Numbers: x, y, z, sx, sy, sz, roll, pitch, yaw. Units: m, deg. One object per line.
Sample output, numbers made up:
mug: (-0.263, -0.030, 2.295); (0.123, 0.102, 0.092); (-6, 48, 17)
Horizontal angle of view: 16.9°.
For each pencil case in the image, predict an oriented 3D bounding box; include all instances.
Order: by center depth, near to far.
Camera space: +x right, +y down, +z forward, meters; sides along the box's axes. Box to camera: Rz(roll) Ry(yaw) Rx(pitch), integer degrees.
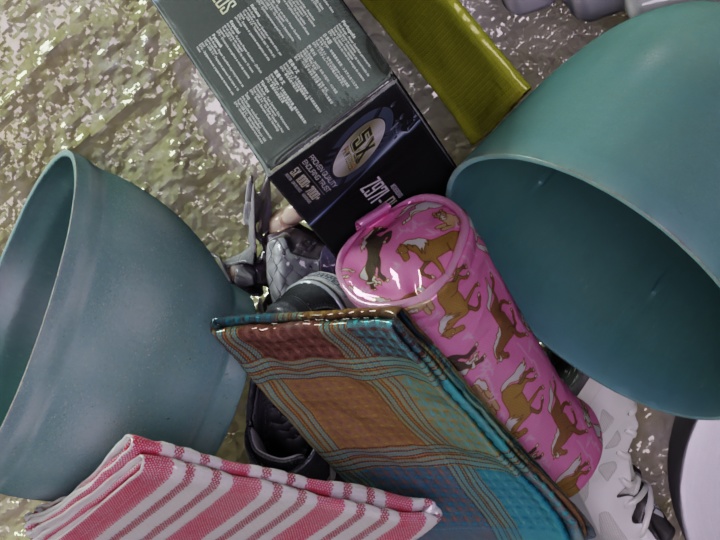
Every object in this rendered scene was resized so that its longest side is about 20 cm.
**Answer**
pencil case: (0.062, 0.046, 1.327); (0.086, 0.083, 0.200); (2, 142, 35)

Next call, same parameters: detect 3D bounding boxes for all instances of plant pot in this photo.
plant pot: (0.171, -0.047, 1.307); (0.200, 0.200, 0.161); (41, 67, -6)
plant pot: (-0.142, 0.048, 1.401); (0.133, 0.200, 0.202); (20, 99, -18)

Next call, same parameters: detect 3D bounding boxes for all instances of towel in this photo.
towel: (0.021, 0.090, 1.326); (0.200, 0.146, 0.022); (49, 54, -32)
towel: (0.015, -0.161, 1.335); (0.018, 0.086, 0.200); (-38, 87, -19)
towel: (-0.071, 0.139, 1.354); (0.199, 0.146, 0.030); (15, 59, -28)

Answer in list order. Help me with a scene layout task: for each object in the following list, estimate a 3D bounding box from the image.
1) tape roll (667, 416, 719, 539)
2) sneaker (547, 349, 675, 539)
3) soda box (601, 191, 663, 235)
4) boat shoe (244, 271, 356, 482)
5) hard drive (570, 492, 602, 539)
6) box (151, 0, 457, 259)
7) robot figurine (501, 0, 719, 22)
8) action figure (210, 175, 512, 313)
tape roll: (0.287, 0.124, 1.465); (0.198, 0.066, 0.202); (0, 99, 0)
sneaker: (0.152, 0.107, 1.463); (0.115, 0.076, 0.201); (25, 112, -12)
soda box: (0.196, -0.047, 1.436); (0.199, 0.068, 0.064); (-23, 99, 4)
boat shoe: (-0.038, 0.103, 1.417); (0.071, 0.068, 0.202); (20, 119, 26)
hard drive: (0.061, 0.200, 1.456); (0.199, 0.026, 0.133); (-22, 99, 32)
box: (-0.038, -0.115, 1.337); (0.086, 0.164, 0.201); (-36, 61, 3)
robot figurine: (0.166, -0.213, 1.385); (0.198, 0.113, 0.171); (-20, 64, 3)
action figure: (0.000, 0.000, 1.433); (0.198, 0.069, 0.131); (-1, 118, 17)
